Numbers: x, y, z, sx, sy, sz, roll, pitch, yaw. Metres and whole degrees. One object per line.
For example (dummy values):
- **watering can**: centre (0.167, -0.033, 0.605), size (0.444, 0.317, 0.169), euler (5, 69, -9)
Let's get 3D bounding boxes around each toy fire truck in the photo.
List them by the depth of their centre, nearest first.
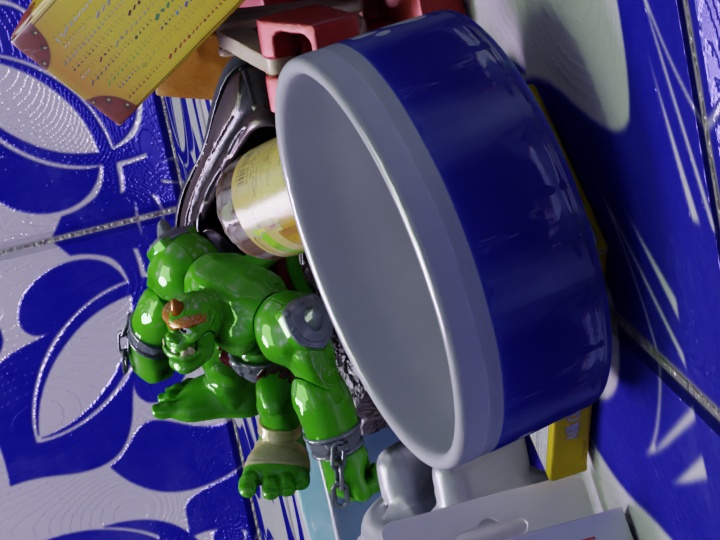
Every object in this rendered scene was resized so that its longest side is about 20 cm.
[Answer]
- **toy fire truck**: centre (-0.024, -0.132, 1.427), size (0.200, 0.141, 0.049), euler (17, 123, 54)

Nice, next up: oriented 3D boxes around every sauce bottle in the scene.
- **sauce bottle**: centre (0.002, -0.056, 1.425), size (0.200, 0.065, 0.065), euler (-21, 82, 52)

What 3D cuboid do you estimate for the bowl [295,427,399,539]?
- **bowl**: centre (0.012, 0.120, 1.799), size (0.201, 0.105, 0.202), euler (166, 90, -83)

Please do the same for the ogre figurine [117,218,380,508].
- **ogre figurine**: centre (-0.068, 0.045, 1.547), size (0.200, 0.098, 0.120), euler (-130, 31, -53)

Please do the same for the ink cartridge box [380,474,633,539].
- **ink cartridge box**: centre (0.088, 0.192, 1.332), size (0.067, 0.115, 0.201), euler (94, 161, -67)

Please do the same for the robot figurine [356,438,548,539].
- **robot figurine**: centre (0.065, 0.182, 1.490), size (0.169, 0.113, 0.201), euler (4, 112, 46)

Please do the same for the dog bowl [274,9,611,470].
- **dog bowl**: centre (0.036, -0.015, 1.260), size (0.200, 0.079, 0.201), euler (159, 90, -76)

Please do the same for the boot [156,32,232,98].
- **boot**: centre (-0.047, -0.110, 1.604), size (0.071, 0.143, 0.202), euler (-102, 4, -66)

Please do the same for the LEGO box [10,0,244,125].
- **LEGO box**: centre (-0.079, -0.191, 1.413), size (0.200, 0.077, 0.149), euler (-39, 19, 43)

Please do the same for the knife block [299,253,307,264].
- **knife block**: centre (0.011, -0.055, 1.723), size (0.200, 0.175, 0.064), euler (-58, 17, 4)

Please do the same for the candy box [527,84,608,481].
- **candy box**: centre (0.088, 0.010, 1.337), size (0.200, 0.026, 0.103), euler (88, 165, -56)

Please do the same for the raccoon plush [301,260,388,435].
- **raccoon plush**: centre (0.000, 0.000, 1.603), size (0.134, 0.096, 0.200), euler (51, 157, 29)

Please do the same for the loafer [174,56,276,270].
- **loafer**: centre (-0.068, -0.035, 1.575), size (0.063, 0.072, 0.201), euler (-94, 12, -48)
